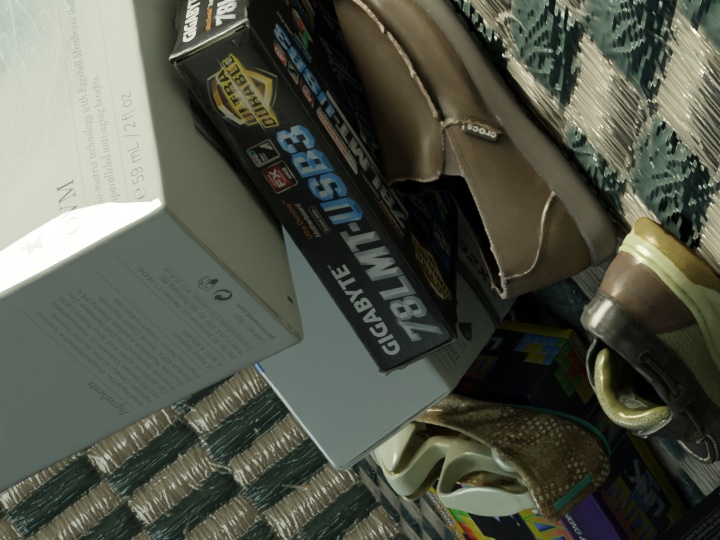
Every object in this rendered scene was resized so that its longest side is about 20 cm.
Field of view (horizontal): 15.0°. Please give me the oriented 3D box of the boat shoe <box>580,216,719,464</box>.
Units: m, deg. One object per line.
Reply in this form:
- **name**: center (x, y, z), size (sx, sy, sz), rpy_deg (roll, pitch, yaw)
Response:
- **boat shoe**: center (0.134, 0.043, 1.249), size (0.073, 0.065, 0.200), rpy_deg (45, 172, 31)

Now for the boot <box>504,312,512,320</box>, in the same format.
- **boot**: center (0.006, -0.043, 1.645), size (0.200, 0.077, 0.138), rpy_deg (40, 176, -35)

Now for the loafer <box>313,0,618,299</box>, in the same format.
- **loafer**: center (0.036, -0.069, 1.281), size (0.200, 0.071, 0.073), rpy_deg (50, 172, 6)

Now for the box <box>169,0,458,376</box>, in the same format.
- **box**: center (-0.017, -0.080, 1.343), size (0.200, 0.050, 0.199), rpy_deg (55, -160, -26)

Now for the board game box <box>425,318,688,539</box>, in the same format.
- **board game box**: center (0.098, 0.112, 1.644), size (0.165, 0.057, 0.200), rpy_deg (9, 142, 47)

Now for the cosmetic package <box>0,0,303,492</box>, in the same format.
- **cosmetic package**: center (-0.154, -0.026, 1.287), size (0.123, 0.200, 0.199), rpy_deg (45, -157, -44)

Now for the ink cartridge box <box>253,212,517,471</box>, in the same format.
- **ink cartridge box**: center (0.000, 0.000, 1.481), size (0.145, 0.084, 0.200), rpy_deg (51, -158, -4)

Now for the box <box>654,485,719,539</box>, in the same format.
- **box**: center (0.231, 0.247, 1.510), size (0.182, 0.104, 0.200), rpy_deg (46, 171, 30)

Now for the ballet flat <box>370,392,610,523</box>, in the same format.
- **ballet flat**: center (0.051, 0.102, 1.551), size (0.200, 0.065, 0.071), rpy_deg (7, 139, 47)
